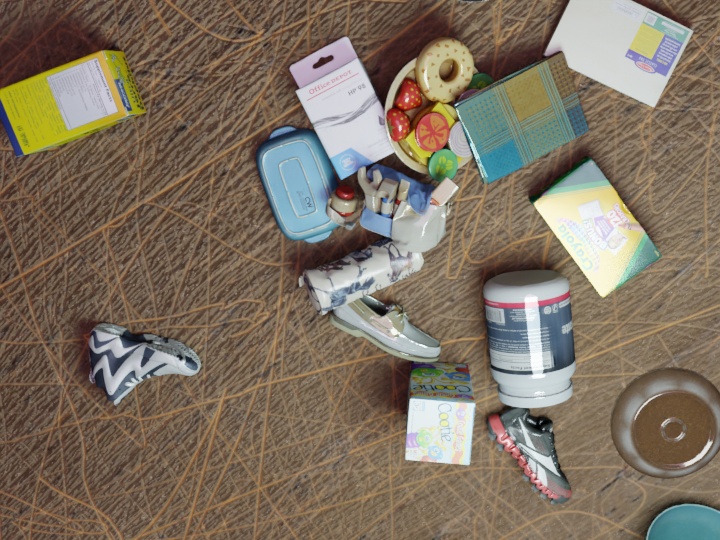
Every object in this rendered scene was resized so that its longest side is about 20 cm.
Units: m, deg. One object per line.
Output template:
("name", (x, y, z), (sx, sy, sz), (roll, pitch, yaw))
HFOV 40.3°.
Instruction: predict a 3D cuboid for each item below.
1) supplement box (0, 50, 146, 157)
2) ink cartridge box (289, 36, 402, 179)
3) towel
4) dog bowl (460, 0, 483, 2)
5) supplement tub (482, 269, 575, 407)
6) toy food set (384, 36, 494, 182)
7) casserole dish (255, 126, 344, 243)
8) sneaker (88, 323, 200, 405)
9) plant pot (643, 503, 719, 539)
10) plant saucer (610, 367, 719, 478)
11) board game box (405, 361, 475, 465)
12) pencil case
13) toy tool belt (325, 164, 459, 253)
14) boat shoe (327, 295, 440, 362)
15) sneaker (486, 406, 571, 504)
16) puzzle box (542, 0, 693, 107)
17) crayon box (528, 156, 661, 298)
("supplement box", (-0.466, -0.270, 1.581), (0.199, 0.110, 0.109), (-18, 100, 7))
("ink cartridge box", (-0.026, -0.262, 1.579), (0.115, 0.067, 0.201), (-27, 99, 8))
("towel", (0.256, -0.241, 1.555), (0.199, 0.022, 0.147), (-28, 113, -8))
("dog bowl", (0.174, -0.518, 1.520), (0.199, 0.059, 0.201), (0, 102, 2))
("supplement tub", (0.277, 0.108, 1.601), (0.140, 0.140, 0.201), (-6, 101, 4))
("toy food set", (0.130, -0.247, 1.548), (0.200, 0.049, 0.198), (-49, 118, -9))
("casserole dish", (-0.101, -0.139, 1.624), (0.121, 0.039, 0.201), (-18, 101, 7))
("sneaker", (-0.378, 0.179, 1.684), (0.198, 0.080, 0.130), (14, 103, 0))
("plant pot", (0.560, 0.517, 1.662), (0.199, 0.201, 0.135), (11, 139, 1))
("plant saucer", (0.530, 0.267, 1.673), (0.199, 0.037, 0.201), (0, 102, 2))
("board game box", (0.127, 0.228, 1.603), (0.102, 0.200, 0.105), (4, 101, 2))
("pencil case", (0.000, 0.000, 1.604), (0.199, 0.090, 0.078), (-24, 126, -7))
("toy tool belt", (0.050, -0.121, 1.552), (0.199, 0.125, 0.123), (21, 123, 11))
("boat shoe", (0.048, 0.090, 1.644), (0.199, 0.075, 0.069), (22, 108, -1))
("sneaker", (0.307, 0.309, 1.675), (0.098, 0.071, 0.201), (-39, 96, 12))
("puzzle box", (0.407, -0.360, 1.556), (0.199, 0.025, 0.133), (25, 101, -2))
("crayon box", (0.381, -0.071, 1.600), (0.119, 0.058, 0.200), (-37, 97, 9))
